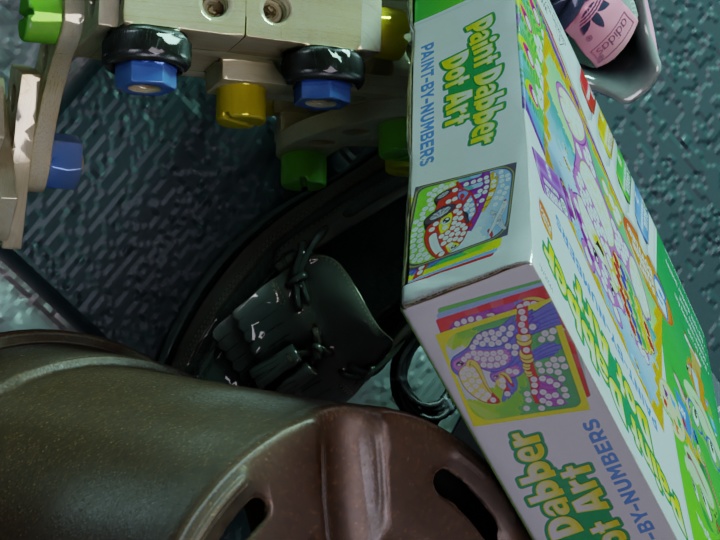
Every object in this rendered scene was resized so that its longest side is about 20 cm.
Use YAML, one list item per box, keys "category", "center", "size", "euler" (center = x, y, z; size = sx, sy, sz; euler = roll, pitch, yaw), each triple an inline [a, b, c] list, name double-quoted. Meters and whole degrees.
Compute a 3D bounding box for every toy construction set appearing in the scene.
- category: "toy construction set"
  center: [-0.053, -0.070, 0.727]
  size: [0.199, 0.131, 0.093]
  euler: [-11, 86, -22]

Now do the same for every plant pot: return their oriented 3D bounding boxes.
- category: "plant pot"
  center: [-0.054, 0.116, 0.644]
  size: [0.199, 0.198, 0.202]
  euler: [3, 85, -38]

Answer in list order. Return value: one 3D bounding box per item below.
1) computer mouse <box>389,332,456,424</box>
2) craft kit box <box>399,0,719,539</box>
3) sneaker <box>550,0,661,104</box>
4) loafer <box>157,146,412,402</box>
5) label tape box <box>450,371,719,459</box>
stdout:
- category: "computer mouse"
  center: [0.025, 0.095, 0.817]
  size: [0.058, 0.034, 0.202]
  euler: [16, 89, -29]
- category: "craft kit box"
  center: [0.072, 0.018, 0.669]
  size: [0.048, 0.198, 0.201]
  euler: [-19, 124, 18]
- category: "sneaker"
  center: [0.067, -0.118, 0.746]
  size: [0.070, 0.082, 0.200]
  euler: [-43, 158, 10]
- category: "loafer"
  center: [0.000, 0.000, 0.794]
  size: [0.200, 0.063, 0.072]
  euler: [-46, 116, -15]
- category: "label tape box"
  center: [0.097, 0.084, 0.821]
  size: [0.144, 0.063, 0.201]
  euler: [-23, 81, -52]
